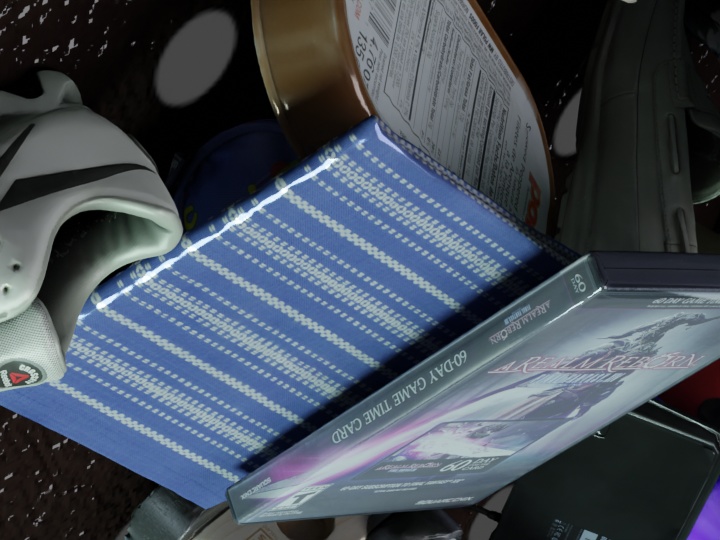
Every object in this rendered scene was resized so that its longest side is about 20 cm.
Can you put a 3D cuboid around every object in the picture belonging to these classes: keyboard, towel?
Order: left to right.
[{"bbox_3d":[-0.029,0.019,1.000,0.200,0.024,0.145,-30,141,27],"label":"towel"},{"bbox_3d":[0.074,0.108,1.189,0.200,0.127,0.021,110,2,-46],"label":"keyboard"}]

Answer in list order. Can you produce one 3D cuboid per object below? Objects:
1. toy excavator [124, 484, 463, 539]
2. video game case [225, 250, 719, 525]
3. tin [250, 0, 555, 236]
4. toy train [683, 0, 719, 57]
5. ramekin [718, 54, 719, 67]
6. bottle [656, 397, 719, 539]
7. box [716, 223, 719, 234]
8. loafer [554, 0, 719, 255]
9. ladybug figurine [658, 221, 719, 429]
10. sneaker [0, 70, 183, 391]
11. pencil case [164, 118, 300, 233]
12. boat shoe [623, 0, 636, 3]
[{"bbox_3d":[-0.065,0.171,1.179,0.194,0.100,0.200,-37,160,-33],"label":"toy excavator"},{"bbox_3d":[0.062,0.046,1.042,0.143,0.019,0.200,1,153,-48],"label":"video game case"},{"bbox_3d":[0.021,-0.059,1.022,0.200,0.042,0.112,53,42,-44],"label":"tin"},{"bbox_3d":[0.194,-0.176,1.175,0.114,0.087,0.201,-30,143,-22],"label":"toy train"},{"bbox_3d":[0.216,-0.025,1.129,0.105,0.201,0.200,-14,147,7],"label":"ramekin"},{"bbox_3d":[0.120,0.088,1.226,0.065,0.200,0.084,-46,149,-11],"label":"bottle"},{"bbox_3d":[0.242,-0.021,1.373,0.075,0.100,0.201,-5,127,-42],"label":"box"},{"bbox_3d":[0.123,-0.051,1.142,0.070,0.069,0.201,91,10,-55],"label":"loafer"},{"bbox_3d":[0.172,0.058,1.268,0.072,0.200,0.136,-36,150,-21],"label":"ladybug figurine"},{"bbox_3d":[-0.146,0.017,0.912,0.200,0.088,0.074,-40,149,-17],"label":"sneaker"},{"bbox_3d":[0.000,0.000,1.096,0.087,0.078,0.200,-38,153,16],"label":"pencil case"},{"bbox_3d":[0.074,-0.160,1.039,0.068,0.072,0.200,-49,147,3],"label":"boat shoe"}]
